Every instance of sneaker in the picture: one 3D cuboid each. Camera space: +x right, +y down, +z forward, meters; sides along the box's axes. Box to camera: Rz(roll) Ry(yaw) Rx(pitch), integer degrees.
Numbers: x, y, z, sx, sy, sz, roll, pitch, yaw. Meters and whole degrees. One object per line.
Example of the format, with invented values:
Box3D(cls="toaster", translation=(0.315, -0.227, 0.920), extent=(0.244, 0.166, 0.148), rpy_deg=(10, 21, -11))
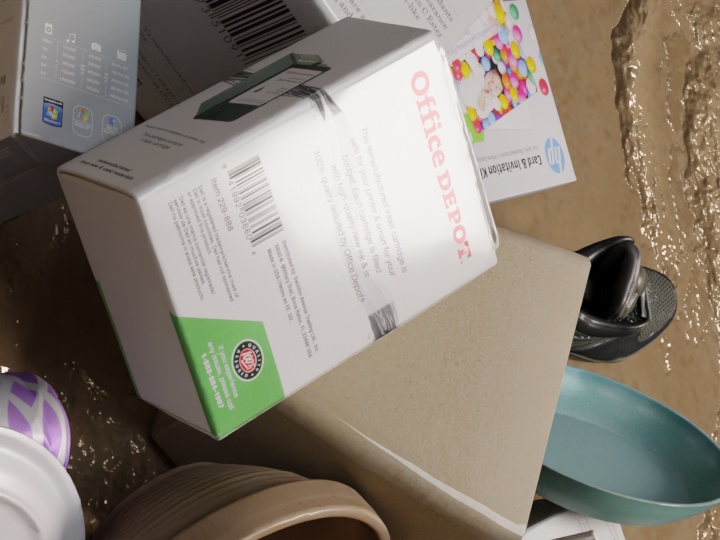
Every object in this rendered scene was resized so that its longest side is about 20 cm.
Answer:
Box3D(cls="sneaker", translation=(0.185, 0.022, 1.495), extent=(0.199, 0.114, 0.076), rpy_deg=(4, 77, -45))

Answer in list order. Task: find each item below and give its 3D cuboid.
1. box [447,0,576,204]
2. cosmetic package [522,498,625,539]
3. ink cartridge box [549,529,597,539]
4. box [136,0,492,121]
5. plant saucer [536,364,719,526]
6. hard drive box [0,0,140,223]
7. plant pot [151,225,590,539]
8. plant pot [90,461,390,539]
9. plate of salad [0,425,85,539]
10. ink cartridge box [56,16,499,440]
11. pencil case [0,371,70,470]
Box3D(cls="box", translation=(0.075, -0.145, 1.470), extent=(0.156, 0.041, 0.200), rpy_deg=(-15, 90, -55))
Box3D(cls="cosmetic package", translation=(0.095, 0.227, 1.369), extent=(0.200, 0.081, 0.113), rpy_deg=(-17, 89, -44))
Box3D(cls="ink cartridge box", translation=(0.120, 0.216, 1.214), extent=(0.200, 0.067, 0.117), rpy_deg=(46, 29, -81))
Box3D(cls="box", translation=(-0.067, -0.182, 1.250), extent=(0.199, 0.200, 0.131), rpy_deg=(54, 50, -18))
Box3D(cls="plant saucer", translation=(0.156, 0.121, 1.415), extent=(0.200, 0.200, 0.036), rpy_deg=(0, 117, -44))
Box3D(cls="hard drive box", translation=(-0.195, -0.138, 1.145), extent=(0.077, 0.156, 0.200), rpy_deg=(16, 68, -40))
Box3D(cls="plant pot", translation=(-0.007, 0.065, 1.253), extent=(0.177, 0.200, 0.200), rpy_deg=(29, 59, -19))
Box3D(cls="plant pot", translation=(-0.090, 0.173, 1.164), extent=(0.201, 0.201, 0.093), rpy_deg=(-7, 46, -45))
Box3D(cls="plate of salad", translation=(-0.230, 0.164, 1.059), extent=(0.200, 0.048, 0.200), rpy_deg=(-22, 126, -33))
Box3D(cls="ink cartridge box", translation=(-0.038, -0.028, 1.099), extent=(0.200, 0.084, 0.146), rpy_deg=(-30, 118, -28))
Box3D(cls="pencil case", translation=(-0.248, 0.093, 1.079), extent=(0.200, 0.084, 0.086), rpy_deg=(4, 111, -41))
